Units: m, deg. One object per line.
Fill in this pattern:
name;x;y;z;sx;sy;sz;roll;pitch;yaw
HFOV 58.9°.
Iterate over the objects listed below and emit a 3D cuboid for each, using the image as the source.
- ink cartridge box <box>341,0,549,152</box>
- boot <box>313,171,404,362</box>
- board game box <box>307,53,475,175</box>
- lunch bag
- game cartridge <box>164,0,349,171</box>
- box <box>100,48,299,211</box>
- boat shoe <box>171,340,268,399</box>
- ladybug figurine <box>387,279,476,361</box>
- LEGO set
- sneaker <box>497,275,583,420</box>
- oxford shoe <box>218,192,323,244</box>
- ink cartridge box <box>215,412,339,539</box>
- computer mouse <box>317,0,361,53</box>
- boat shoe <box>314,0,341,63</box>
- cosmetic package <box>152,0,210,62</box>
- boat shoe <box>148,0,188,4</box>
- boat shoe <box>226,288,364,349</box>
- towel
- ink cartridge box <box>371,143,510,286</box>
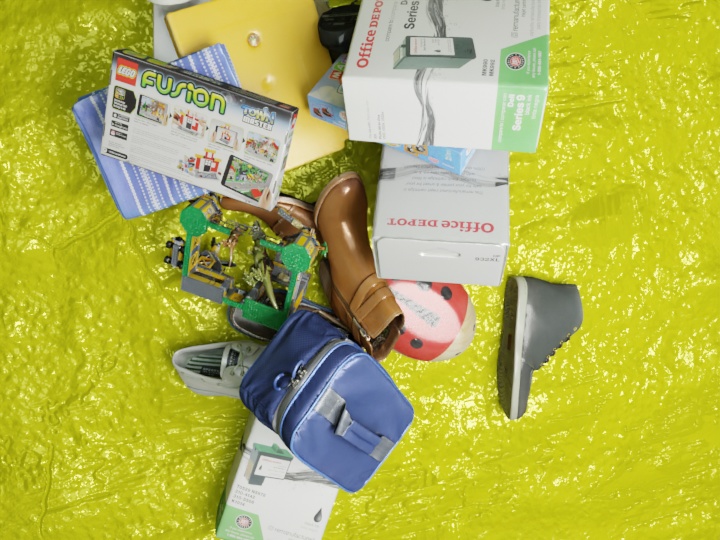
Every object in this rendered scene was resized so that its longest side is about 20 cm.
ink cartridge box;0.088;-0.207;0.651;0.194;0.085;0.149;5;57;10
boot;0.000;0.000;0.770;0.075;0.156;0.203;-12;137;-27
board game box;0.060;-0.205;0.726;0.196;0.037;0.153;24;63;22
lunch bag;-0.032;0.149;0.721;0.137;0.131;0.200;-52;138;-10
game cartridge;-0.112;-0.218;0.749;0.173;0.032;0.205;-23;108;-19
box;-0.172;-0.149;0.682;0.195;0.035;0.113;19;111;-1
boat shoe;-0.154;0.126;0.808;0.195;0.075;0.067;-10;143;22
ladybug figurine;0.077;0.052;0.875;0.197;0.072;0.138;29;93;-10
LEGO set;-0.133;-0.025;0.804;0.194;0.116;0.158;12;119;8
sneaker;0.258;0.114;0.906;0.103;0.075;0.206;4;95;-6
oxford shoe;-0.097;-0.065;0.840;0.194;0.071;0.073;13;100;-10
ink cartridge box;-0.099;0.268;0.870;0.142;0.084;0.205;19;94;-10
computer mouse;-0.008;-0.315;0.779;0.057;0.203;0.035;3;134;16
boat shoe;-0.060;-0.312;0.811;0.194;0.075;0.071;10;91;-15
cosmetic package;-0.209;-0.220;0.785;0.082;0.108;0.206;2;98;-8
boat shoe;-0.196;-0.381;0.732;0.068;0.072;0.204;15;52;7
boat shoe;-0.082;0.071;0.855;0.194;0.072;0.074;9;96;-9
towel;-0.214;-0.150;0.713;0.195;0.024;0.148;-16;107;14
ink cartridge box;0.094;-0.093;0.724;0.141;0.084;0.205;3;59;8
